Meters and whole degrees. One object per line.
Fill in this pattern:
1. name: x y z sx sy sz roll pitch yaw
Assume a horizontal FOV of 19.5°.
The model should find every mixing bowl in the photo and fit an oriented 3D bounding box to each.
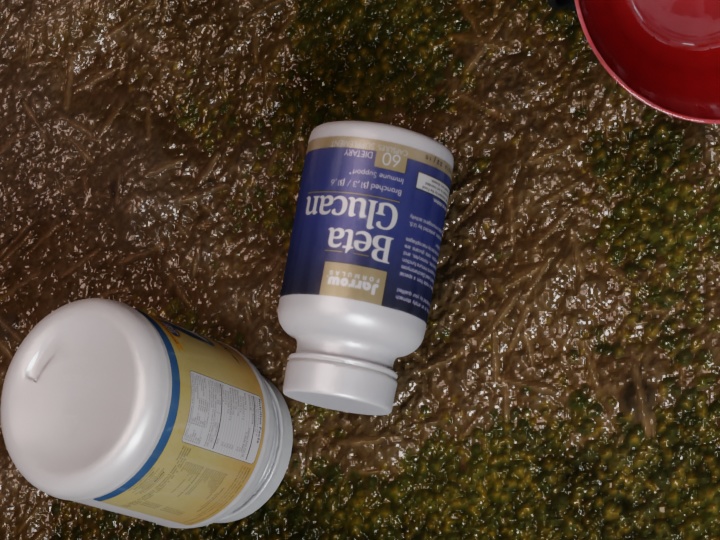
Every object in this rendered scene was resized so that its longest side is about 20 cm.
1. mixing bowl: 0.237 -0.203 1.431 0.199 0.108 0.201 0 97 -1

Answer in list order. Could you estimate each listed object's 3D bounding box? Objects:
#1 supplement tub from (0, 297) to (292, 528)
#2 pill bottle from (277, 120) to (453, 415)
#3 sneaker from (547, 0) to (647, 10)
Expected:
1. supplement tub: -0.153 0.111 1.545 0.144 0.200 0.145 -9 71 28
2. pill bottle: 0.000 0.000 1.538 0.111 0.111 0.201 3 77 32
3. sneaker: 0.146 -0.241 1.543 0.200 0.074 0.088 31 86 30
